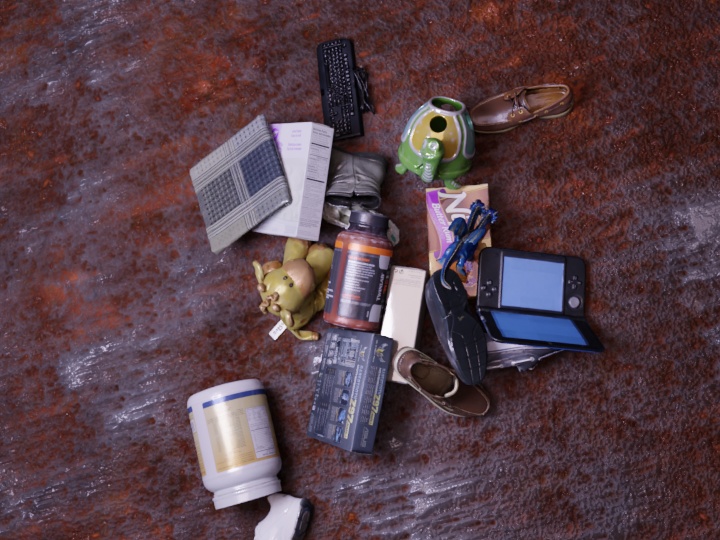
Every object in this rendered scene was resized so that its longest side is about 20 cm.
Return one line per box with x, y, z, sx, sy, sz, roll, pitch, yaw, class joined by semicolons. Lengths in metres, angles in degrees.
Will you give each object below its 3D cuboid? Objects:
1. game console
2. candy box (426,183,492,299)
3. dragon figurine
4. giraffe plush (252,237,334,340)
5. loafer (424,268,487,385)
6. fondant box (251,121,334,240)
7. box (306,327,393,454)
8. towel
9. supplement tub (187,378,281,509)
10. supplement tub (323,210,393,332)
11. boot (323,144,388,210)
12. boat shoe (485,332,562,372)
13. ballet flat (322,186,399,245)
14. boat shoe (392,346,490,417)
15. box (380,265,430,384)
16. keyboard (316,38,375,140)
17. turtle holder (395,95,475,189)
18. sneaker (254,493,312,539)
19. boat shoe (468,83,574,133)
0.303;0.047;1.408;0.196;0.118;0.174;6;81;-9;game console
0.181;-0.049;1.508;0.114;0.056;0.204;-3;82;11;candy box
0.175;-0.051;1.412;0.058;0.200;0.101;27;125;15;dragon figurine
-0.126;0.030;1.503;0.171;0.162;0.202;26;86;14;giraffe plush
0.162;0.100;1.427;0.072;0.072;0.203;-9;74;-21;loafer
-0.124;-0.162;1.518;0.143;0.058;0.204;9;90;49;fondant box
-0.020;0.207;1.465;0.050;0.157;0.204;14;82;-31;box
-0.220;-0.155;1.533;0.198;0.034;0.195;-31;66;24;towel
-0.221;0.308;1.488;0.142;0.144;0.203;-17;78;8;supplement tub
0.000;0.000;1.470;0.105;0.107;0.204;11;92;13;supplement tub
-0.049;-0.169;1.534;0.196;0.069;0.132;6;40;11;boot
0.282;0.141;1.452;0.196;0.072;0.069;-7;103;0;boat shoe
-0.014;-0.108;1.553;0.198;0.072;0.073;28;87;15;ballet flat
0.146;0.201;1.421;0.200;0.075;0.076;28;88;-20;boat shoe
0.076;0.099;1.494;0.067;0.082;0.204;8;81;12;box
-0.031;-0.356;1.610;0.102;0.040;0.204;-9;80;11;keyboard
0.128;-0.228;1.476;0.140;0.184;0.134;32;126;30;turtle holder
-0.152;0.496;1.491;0.086;0.074;0.203;13;77;25;sneaker
0.289;-0.303;1.520;0.196;0.068;0.073;-11;79;10;boat shoe
